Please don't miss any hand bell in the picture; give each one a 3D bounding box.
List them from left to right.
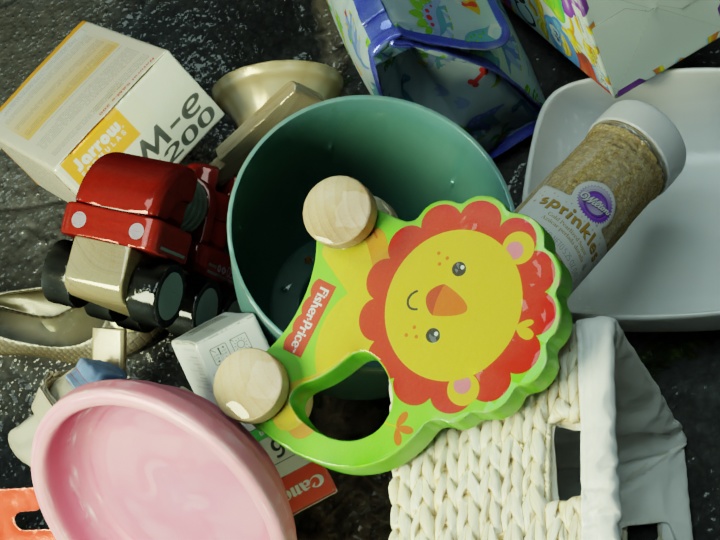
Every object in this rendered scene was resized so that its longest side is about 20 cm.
[{"bbox_3d":[-0.055,-0.048,1.733,0.103,0.104,0.202,-10,72,15],"label":"hand bell"}]

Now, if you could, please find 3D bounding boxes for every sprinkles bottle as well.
[{"bbox_3d":[0.141,-0.032,1.525,0.068,0.069,0.200,24,53,29],"label":"sprinkles bottle"}]

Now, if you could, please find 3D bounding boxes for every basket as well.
[{"bbox_3d":[0.119,0.163,1.477,0.160,0.200,0.200,-8,60,18],"label":"basket"}]

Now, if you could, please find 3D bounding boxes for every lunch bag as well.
[{"bbox_3d":[0.039,-0.187,1.683,0.127,0.200,0.171,-34,55,16],"label":"lunch bag"}]

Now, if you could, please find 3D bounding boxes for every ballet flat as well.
[{"bbox_3d":[-0.246,0.036,1.767,0.198,0.046,0.068,-1,62,17],"label":"ballet flat"}]

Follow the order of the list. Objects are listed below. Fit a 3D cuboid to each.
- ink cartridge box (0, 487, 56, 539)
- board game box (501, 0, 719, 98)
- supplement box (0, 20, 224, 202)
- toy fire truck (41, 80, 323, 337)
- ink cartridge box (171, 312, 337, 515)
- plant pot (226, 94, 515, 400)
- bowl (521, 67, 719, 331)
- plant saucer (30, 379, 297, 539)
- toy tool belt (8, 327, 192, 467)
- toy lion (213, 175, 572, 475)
[{"bbox_3d":[-0.215,0.254,1.586,0.159,0.047,0.202,-4,95,19],"label":"ink cartridge box"},{"bbox_3d":[0.170,-0.229,1.678,0.104,0.103,0.200,-30,36,-7],"label":"board game box"},{"bbox_3d":[-0.203,-0.116,1.767,0.126,0.074,0.200,-47,27,-8],"label":"supplement box"},{"bbox_3d":[-0.121,-0.052,1.650,0.128,0.176,0.202,11,84,23],"label":"toy fire truck"},{"bbox_3d":[-0.060,0.128,1.566,0.050,0.109,0.201,-27,95,-12],"label":"ink cartridge box"},{"bbox_3d":[0.000,0.000,1.608,0.199,0.161,0.202,2,70,-6],"label":"plant pot"},{"bbox_3d":[0.219,-0.042,1.622,0.198,0.075,0.202,-1,64,19],"label":"bowl"},{"bbox_3d":[-0.122,0.151,1.493,0.199,0.202,0.051,13,38,26],"label":"plant saucer"},{"bbox_3d":[-0.150,0.128,1.641,0.199,0.125,0.123,29,84,30],"label":"toy tool belt"},{"bbox_3d":[0.031,0.041,1.435,0.191,0.069,0.201,26,86,25],"label":"toy lion"}]
